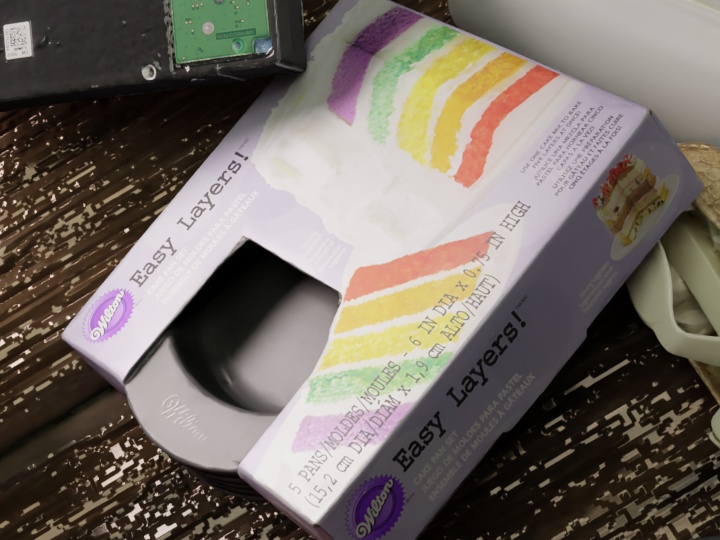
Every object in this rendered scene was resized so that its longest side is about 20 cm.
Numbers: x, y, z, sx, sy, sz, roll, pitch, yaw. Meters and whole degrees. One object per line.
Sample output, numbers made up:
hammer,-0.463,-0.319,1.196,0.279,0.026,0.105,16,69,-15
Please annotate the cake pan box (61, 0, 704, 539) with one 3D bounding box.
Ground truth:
cake pan box,0.000,0.000,0.852,0.200,0.052,0.184,-50,40,-8

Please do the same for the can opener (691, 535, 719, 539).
can opener,0.081,0.132,0.819,0.199,0.053,0.067,-2,35,14

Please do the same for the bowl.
bowl,0.147,-0.150,0.902,0.200,0.075,0.200,30,78,22

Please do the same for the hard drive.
hard drive,-0.124,-0.138,0.918,0.199,0.038,0.140,-7,87,19

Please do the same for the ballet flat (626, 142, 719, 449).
ballet flat,0.143,0.036,0.821,0.065,0.071,0.200,-6,49,-33
